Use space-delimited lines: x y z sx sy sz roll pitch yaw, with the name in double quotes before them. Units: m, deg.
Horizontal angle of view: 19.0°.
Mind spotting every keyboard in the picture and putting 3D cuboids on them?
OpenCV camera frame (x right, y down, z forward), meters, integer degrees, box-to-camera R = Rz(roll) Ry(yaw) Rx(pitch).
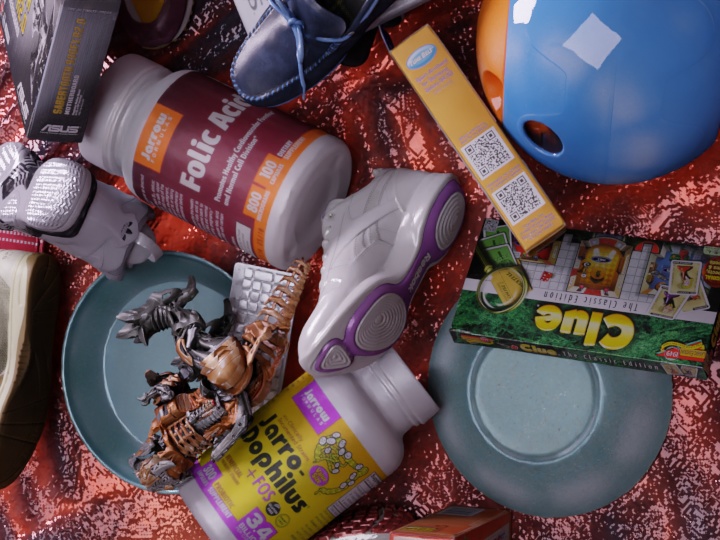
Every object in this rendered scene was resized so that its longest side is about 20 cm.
"keyboard" -0.090 0.097 1.731 0.056 0.011 0.201 12 97 21

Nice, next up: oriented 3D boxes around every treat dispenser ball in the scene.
"treat dispenser ball" 0.183 -0.162 1.540 0.200 0.201 0.202 1 93 22

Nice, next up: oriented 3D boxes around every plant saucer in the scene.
"plant saucer" 0.139 0.093 1.659 0.200 0.039 0.202 1 92 22
"plant saucer" -0.153 0.083 1.781 0.199 0.036 0.201 1 92 22

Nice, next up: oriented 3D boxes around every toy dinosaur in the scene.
"toy dinosaur" -0.108 0.078 1.662 0.200 0.102 0.136 -35 42 -13

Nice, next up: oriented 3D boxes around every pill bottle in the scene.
"pill bottle" -0.117 -0.091 1.714 0.199 0.114 0.115 26 102 19
"pill bottle" -0.038 0.141 1.677 0.200 0.104 0.104 -38 78 -1

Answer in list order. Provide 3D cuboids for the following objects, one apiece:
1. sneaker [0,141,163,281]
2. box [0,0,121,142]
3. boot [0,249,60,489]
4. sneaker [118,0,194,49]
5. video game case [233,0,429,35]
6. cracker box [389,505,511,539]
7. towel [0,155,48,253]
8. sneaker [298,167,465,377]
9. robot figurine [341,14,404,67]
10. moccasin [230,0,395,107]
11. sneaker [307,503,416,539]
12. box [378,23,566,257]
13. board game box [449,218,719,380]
"sneaker" -0.242 -0.044 1.763 0.200 0.115 0.075 12 72 57
"box" -0.240 -0.223 1.706 0.201 0.048 0.159 -110 32 -45
"boot" -0.340 0.074 1.814 0.154 0.072 0.201 9 91 22
"sneaker" -0.183 -0.281 1.744 0.075 0.090 0.201 -1 92 22
"video game case" -0.018 -0.266 1.583 0.199 0.022 0.183 -24 86 20
"cracker box" 0.067 0.290 1.648 0.057 0.134 0.201 2 93 22
"towel" -0.333 -0.004 1.858 0.144 0.022 0.201 6 95 22
"sneaker" 0.000 0.000 1.662 0.099 0.075 0.200 18 57 30
"robot figurine" -0.010 -0.263 1.655 0.150 0.125 0.201 20 101 14
"moccasin" -0.027 -0.198 1.544 0.081 0.068 0.200 47 108 11
"sneaker" -0.030 0.249 1.726 0.199 0.078 0.082 -31 90 28
"box" 0.083 -0.103 1.589 0.041 0.119 0.201 -32 86 4
"board game box" 0.175 0.020 1.622 0.199 0.023 0.105 7 64 22
